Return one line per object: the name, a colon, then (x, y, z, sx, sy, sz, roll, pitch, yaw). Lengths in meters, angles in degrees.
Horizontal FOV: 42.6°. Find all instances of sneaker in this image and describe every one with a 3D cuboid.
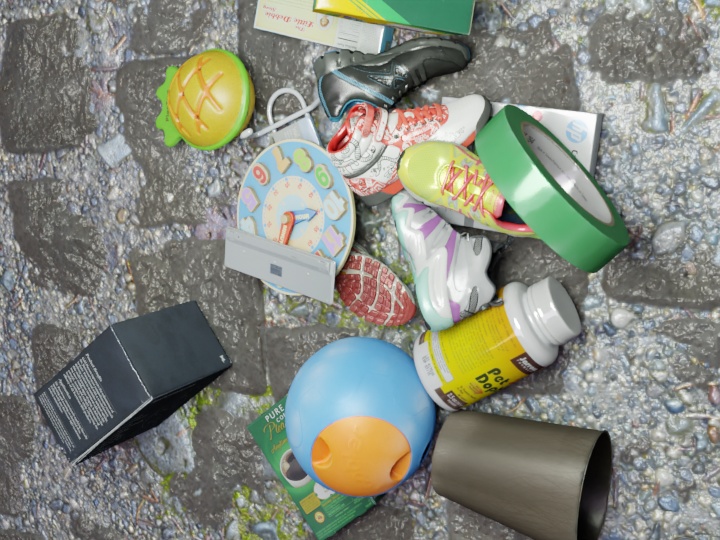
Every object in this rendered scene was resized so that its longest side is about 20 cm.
sneaker: (0.136, -0.094, 1.059, 0.196, 0.090, 0.080, 19, 97, -11)
sneaker: (0.042, -0.237, 1.154, 0.195, 0.073, 0.084, -9, 84, 4)
sneaker: (0.053, -0.169, 1.109, 0.200, 0.068, 0.108, -34, 125, 19)
sneaker: (0.000, 0.000, 1.231, 0.199, 0.082, 0.079, 38, 113, 26)
sneaker: (0.120, -0.034, 1.137, 0.137, 0.078, 0.204, -18, 67, 4)

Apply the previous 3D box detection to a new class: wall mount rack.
wall mount rack: (-0.067, -0.161, 1.246, 0.171, 0.074, 0.204, -22, 90, 26)

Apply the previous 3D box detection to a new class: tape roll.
tape roll: (0.209, -0.091, 1.006, 0.048, 0.200, 0.201, -43, 79, 25)

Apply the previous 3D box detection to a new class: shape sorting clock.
shape sorting clock: (-0.089, -0.069, 1.209, 0.196, 0.039, 0.205, 5, 99, 32)

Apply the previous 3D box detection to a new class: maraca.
maraca: (-0.224, -0.237, 1.297, 0.197, 0.106, 0.141, 1, 86, 40)

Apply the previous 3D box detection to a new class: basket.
basket: (0.198, 0.255, 1.153, 0.196, 0.136, 0.183, 12, 131, 30)

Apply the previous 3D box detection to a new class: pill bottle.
pill bottle: (0.170, 0.088, 1.150, 0.198, 0.109, 0.111, -32, 84, 27)

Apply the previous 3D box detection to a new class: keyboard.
keyboard: (-0.109, -0.008, 1.209, 0.197, 0.011, 0.058, 18, 116, 36)

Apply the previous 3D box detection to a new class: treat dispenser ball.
treat dispenser ball: (0.000, 0.189, 1.200, 0.197, 0.200, 0.206, 5, 101, 25)

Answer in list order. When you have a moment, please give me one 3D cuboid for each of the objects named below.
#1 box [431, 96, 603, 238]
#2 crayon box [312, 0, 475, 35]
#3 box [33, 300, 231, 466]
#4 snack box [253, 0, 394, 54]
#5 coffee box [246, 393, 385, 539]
box: (0.189, -0.126, 1.145, 0.196, 0.041, 0.160, 11, 104, 23)
crayon box: (0.031, -0.313, 1.070, 0.168, 0.200, 0.060, 7, 103, -6)
box: (-0.331, 0.161, 1.359, 0.195, 0.199, 0.125, -36, 82, 26)
snack box: (-0.044, -0.359, 1.222, 0.196, 0.037, 0.119, 19, 105, 22)
coffee box: (-0.065, 0.273, 1.334, 0.123, 0.044, 0.202, -39, 81, 25)
